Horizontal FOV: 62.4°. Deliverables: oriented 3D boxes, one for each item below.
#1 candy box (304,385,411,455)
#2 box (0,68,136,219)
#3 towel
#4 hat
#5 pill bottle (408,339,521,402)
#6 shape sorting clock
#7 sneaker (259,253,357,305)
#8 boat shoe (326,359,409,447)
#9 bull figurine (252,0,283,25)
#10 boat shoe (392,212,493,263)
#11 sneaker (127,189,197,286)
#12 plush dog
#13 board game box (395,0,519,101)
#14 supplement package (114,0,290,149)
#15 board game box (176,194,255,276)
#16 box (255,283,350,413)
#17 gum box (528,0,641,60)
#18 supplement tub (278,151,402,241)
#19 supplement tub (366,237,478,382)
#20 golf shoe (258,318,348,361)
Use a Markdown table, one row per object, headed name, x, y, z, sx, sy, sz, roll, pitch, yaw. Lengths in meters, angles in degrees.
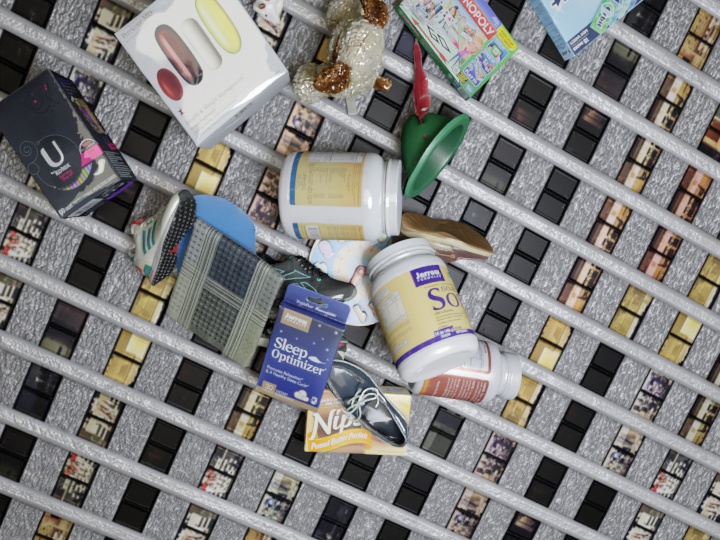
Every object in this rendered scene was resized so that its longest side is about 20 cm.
| name | x | y | z | sx | sy | sz | roll | pitch | yaw |
| --- | --- | --- | --- | --- | --- | --- | --- | --- | --- |
| candy box | -0.007 | 0.279 | 1.122 | 0.193 | 0.055 | 0.119 | 5 | 95 | -6 |
| box | -0.487 | -0.204 | 0.986 | 0.121 | 0.106 | 0.203 | -33 | 99 | -1 |
| towel | -0.237 | 0.042 | 1.034 | 0.190 | 0.035 | 0.204 | 31 | 113 | 8 |
| hat | 0.081 | -0.256 | 1.044 | 0.175 | 0.167 | 0.199 | 41 | 51 | 12 |
| pill bottle | 0.191 | 0.183 | 1.101 | 0.194 | 0.112 | 0.116 | 10 | 97 | -6 |
| shape sorting clock | 0.000 | 0.000 | 1.095 | 0.193 | 0.039 | 0.207 | -1 | 98 | -6 |
| sneaker | -0.101 | 0.016 | 1.051 | 0.193 | 0.075 | 0.082 | 5 | 94 | 11 |
| boat shoe | 0.009 | 0.240 | 1.062 | 0.075 | 0.062 | 0.201 | -42 | 95 | 3 |
| bull figurine | -0.135 | -0.527 | 0.999 | 0.118 | 0.065 | 0.207 | -10 | 101 | -8 |
| boat shoe | 0.150 | -0.046 | 1.093 | 0.194 | 0.073 | 0.073 | 11 | 127 | -22 |
| sneaker | -0.347 | -0.070 | 1.006 | 0.093 | 0.070 | 0.202 | 38 | 126 | 6 |
| plush dog | -0.010 | -0.350 | 0.979 | 0.158 | 0.172 | 0.204 | 29 | 93 | -9 |
| board game box | 0.173 | -0.426 | 1.050 | 0.134 | 0.029 | 0.201 | -43 | 99 | -6 |
| supplement package | -0.247 | -0.341 | 0.970 | 0.190 | 0.147 | 0.202 | -38 | 100 | 1 |
| board game box | -0.251 | -0.040 | 1.055 | 0.153 | 0.039 | 0.206 | 8 | 115 | 10 |
| box | -0.100 | 0.135 | 1.022 | 0.118 | 0.032 | 0.205 | 19 | 108 | 0 |
| gum box | 0.386 | -0.517 | 1.060 | 0.168 | 0.045 | 0.202 | -37 | 100 | 0 |
| supplement tub | -0.030 | -0.125 | 1.004 | 0.193 | 0.145 | 0.150 | 3 | 98 | 8 |
| supplement tub | 0.098 | 0.066 | 0.995 | 0.142 | 0.146 | 0.205 | -20 | 68 | -2 |
| golf shoe | -0.121 | 0.143 | 1.086 | 0.193 | 0.077 | 0.091 | 9 | 105 | -5 |
